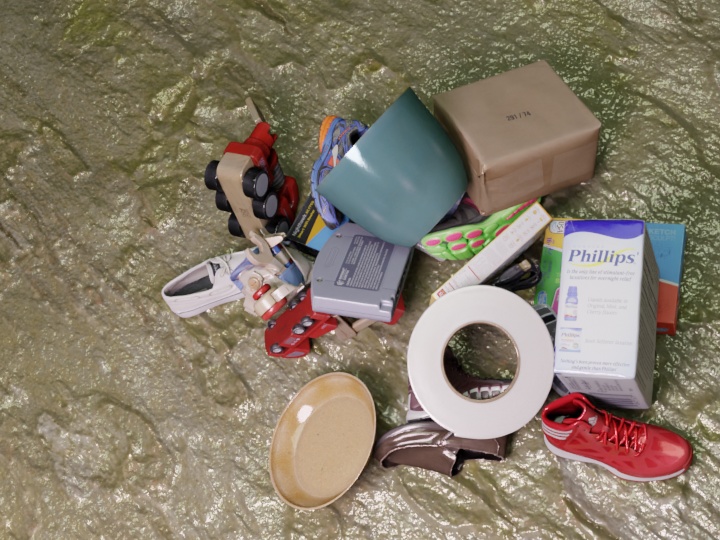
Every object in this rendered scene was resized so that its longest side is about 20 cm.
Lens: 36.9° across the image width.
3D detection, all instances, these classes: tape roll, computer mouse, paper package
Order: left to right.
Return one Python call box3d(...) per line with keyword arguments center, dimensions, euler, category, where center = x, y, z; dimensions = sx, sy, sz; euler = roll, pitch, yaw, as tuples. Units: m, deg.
box3d(center=(0.160, 0.122, 1.439), dimensions=(0.199, 0.037, 0.207), euler=(-1, 85, 6), category="tape roll")
box3d(center=(0.228, -0.201, 1.602), dimensions=(0.197, 0.104, 0.192), euler=(-19, 49, -12), category="paper package")
box3d(center=(0.246, 0.089, 1.496), dimensions=(0.109, 0.044, 0.202), euler=(-34, 90, -14), category="computer mouse")

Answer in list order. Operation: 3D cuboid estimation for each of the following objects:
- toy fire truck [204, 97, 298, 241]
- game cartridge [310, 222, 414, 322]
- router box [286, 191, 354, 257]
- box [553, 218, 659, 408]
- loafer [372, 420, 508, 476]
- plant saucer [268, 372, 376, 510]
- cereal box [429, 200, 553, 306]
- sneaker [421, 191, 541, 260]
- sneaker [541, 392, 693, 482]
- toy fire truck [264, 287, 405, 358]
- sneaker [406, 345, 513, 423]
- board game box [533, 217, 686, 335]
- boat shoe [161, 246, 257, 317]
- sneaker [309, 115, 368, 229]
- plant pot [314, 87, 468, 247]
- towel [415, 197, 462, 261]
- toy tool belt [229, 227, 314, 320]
box3d(center=(-0.161, -0.169, 1.740), dimensions=(0.127, 0.177, 0.202), euler=(12, 58, 25), category="toy fire truck")
box3d(center=(0.000, 0.000, 1.558), dimensions=(0.131, 0.041, 0.201), euler=(11, 36, 8), category="game cartridge")
box3d(center=(-0.007, -0.104, 1.715), dimensions=(0.147, 0.051, 0.202), euler=(20, 73, 29), category="router box")
box3d(center=(0.321, 0.059, 1.394), dimensions=(0.103, 0.184, 0.204), euler=(2, 73, 21), category="box")
box3d(center=(0.111, 0.246, 1.482), dimensions=(0.197, 0.073, 0.072), euler=(-14, 60, 14), category="loafer")
box3d(center=(-0.047, 0.246, 1.535), dimensions=(0.198, 0.035, 0.203), euler=(-24, 50, 31), category="plant saucer")
box3d(center=(0.183, -0.009, 1.545), dimensions=(0.199, 0.144, 0.040), euler=(-42, 83, -3), category="cereal box")
box3d(center=(0.176, -0.083, 1.629), dimensions=(0.198, 0.077, 0.084), euler=(-27, 52, -10), category="sneaker")
box3d(center=(0.325, 0.216, 1.395), dimensions=(0.197, 0.116, 0.080), euler=(3, 66, 23), category="sneaker")
box3d(center=(-0.041, 0.075, 1.608), dimensions=(0.200, 0.139, 0.049), euler=(-42, 47, 43), category="toy fire truck")
box3d(center=(0.152, 0.148, 1.519), dimensions=(0.197, 0.076, 0.117), euler=(-15, 57, 13), category="sneaker")
box3d(center=(0.355, 0.005, 1.535), dimensions=(0.197, 0.040, 0.155), euler=(4, 66, 22), category="board game box")
box3d(center=(-0.226, 0.008, 1.730), dimensions=(0.197, 0.066, 0.073), euler=(-21, 59, 9), category="boat shoe")
box3d(center=(-0.030, -0.158, 1.679), dimensions=(0.077, 0.075, 0.203), euler=(-2, 64, 18), category="sneaker")
box3d(center=(0.059, -0.133, 1.550), dimensions=(0.161, 0.201, 0.201), euler=(43, 82, -4), category="plant pot")
box3d(center=(0.109, -0.130, 1.666), dimensions=(0.145, 0.024, 0.202), euler=(29, 74, -2), category="towel")
box3d(center=(-0.147, 0.001, 1.614), dimensions=(0.125, 0.200, 0.123), euler=(-41, 91, 14), category="toy tool belt")
